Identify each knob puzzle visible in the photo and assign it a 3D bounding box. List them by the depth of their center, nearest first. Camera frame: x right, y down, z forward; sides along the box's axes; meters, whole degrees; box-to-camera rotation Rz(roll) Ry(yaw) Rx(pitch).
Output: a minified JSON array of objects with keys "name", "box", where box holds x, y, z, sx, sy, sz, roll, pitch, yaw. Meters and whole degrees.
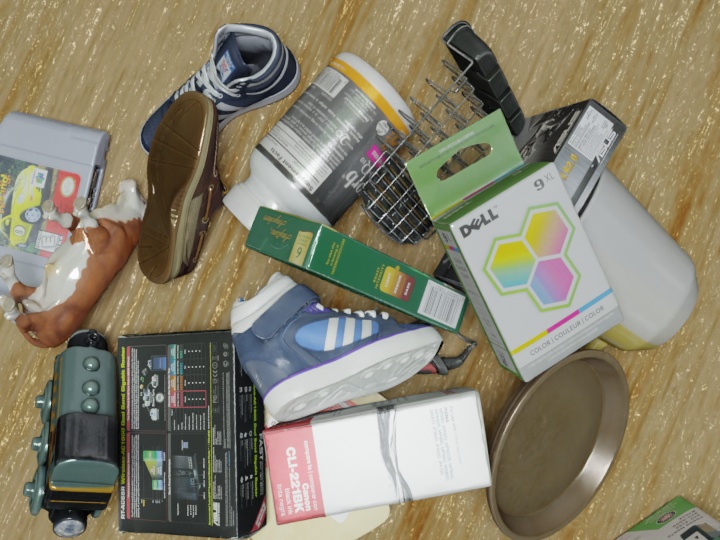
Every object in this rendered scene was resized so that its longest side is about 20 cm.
[{"name":"knob puzzle","box":[-0.052,0.204,0.813,0.213,0.030,0.227,0,83,1]}]

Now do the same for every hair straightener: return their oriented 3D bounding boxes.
[{"name":"hair straightener","box":[0.025,0.074,0.802,0.194,0.041,0.079,-4,70,-3]}]

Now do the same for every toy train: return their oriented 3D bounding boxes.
[{"name":"toy train","box":[-0.278,0.154,0.758,0.083,0.203,0.115,13,127,-26]}]

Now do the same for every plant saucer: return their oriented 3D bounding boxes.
[{"name":"plant saucer","box":[0.191,0.169,0.752,0.196,0.029,0.206,-15,116,-32]}]

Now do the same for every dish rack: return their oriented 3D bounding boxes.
[{"name":"dish rack","box":[0.078,-0.125,0.770,0.201,0.153,0.055,-48,53,3]}]

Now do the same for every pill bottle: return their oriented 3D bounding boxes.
[{"name":"pill bottle","box":[-0.044,-0.114,0.793,0.116,0.116,0.201,42,90,5]}]

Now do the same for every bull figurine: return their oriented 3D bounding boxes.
[{"name":"bull figurine","box":[-0.290,-0.014,0.788,0.064,0.122,0.203,23,78,26]}]

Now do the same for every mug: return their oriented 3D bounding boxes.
[{"name":"mug","box":[0.243,0.008,0.777,0.152,0.187,0.151,35,54,-4]}]

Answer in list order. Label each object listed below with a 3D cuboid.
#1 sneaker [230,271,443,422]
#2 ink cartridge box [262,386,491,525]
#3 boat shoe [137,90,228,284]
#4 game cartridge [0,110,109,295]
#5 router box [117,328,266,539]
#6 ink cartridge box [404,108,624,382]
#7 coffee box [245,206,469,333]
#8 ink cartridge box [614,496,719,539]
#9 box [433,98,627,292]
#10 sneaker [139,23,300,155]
[{"name":"sneaker","box":[-0.030,0.049,0.749,0.196,0.081,0.148,-17,60,-24]},{"name":"ink cartridge box","box":[0.017,0.170,0.728,0.194,0.144,0.086,-11,83,0]},{"name":"boat shoe","box":[-0.178,-0.085,0.802,0.071,0.071,0.205,24,109,29]},{"name":"game cartridge","box":[-0.364,-0.068,0.849,0.129,0.041,0.206,12,87,8]},{"name":"router box","box":[-0.174,0.165,0.786,0.146,0.062,0.206,-4,84,22]},{"name":"ink cartridge box","box":[0.129,-0.024,0.641,0.102,0.059,0.204,-28,100,-7]},{"name":"coffee box","box":[0.000,0.000,0.731,0.197,0.122,0.045,24,88,-35]},{"name":"ink cartridge box","box":[0.298,0.305,0.705,0.144,0.200,0.085,-34,86,0]},{"name":"box","box":[0.160,-0.063,0.755,0.048,0.158,0.203,31,89,-12]},{"name":"sneaker","box":[-0.159,-0.190,0.807,0.197,0.109,0.071,-29,85,1]}]
